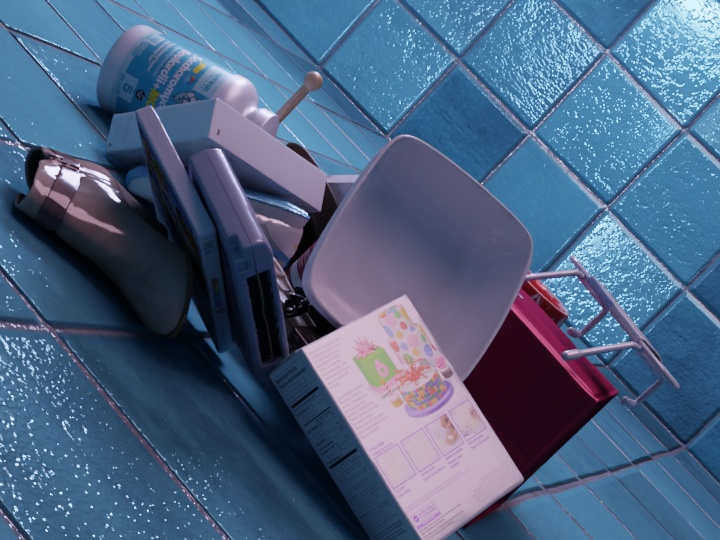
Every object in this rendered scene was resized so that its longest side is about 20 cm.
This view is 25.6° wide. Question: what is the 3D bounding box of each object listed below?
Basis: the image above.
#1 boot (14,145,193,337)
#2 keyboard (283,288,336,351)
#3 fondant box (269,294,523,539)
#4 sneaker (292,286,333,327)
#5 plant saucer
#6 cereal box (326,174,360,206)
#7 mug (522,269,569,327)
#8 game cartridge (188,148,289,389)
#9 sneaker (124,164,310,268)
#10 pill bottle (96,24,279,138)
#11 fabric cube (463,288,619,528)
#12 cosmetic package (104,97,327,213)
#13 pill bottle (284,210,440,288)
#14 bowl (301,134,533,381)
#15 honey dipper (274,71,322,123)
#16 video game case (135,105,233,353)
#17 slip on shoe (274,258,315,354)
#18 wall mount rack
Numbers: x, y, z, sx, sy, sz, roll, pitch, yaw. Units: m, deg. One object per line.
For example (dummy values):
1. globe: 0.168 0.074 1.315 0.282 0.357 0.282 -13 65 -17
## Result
1. boot: -0.223 -0.030 1.348 0.146 0.070 0.200 31 14 -28
2. keyboard: -0.012 0.071 1.511 0.127 0.021 0.200 52 19 21
3. fondant box: 0.033 0.138 1.381 0.144 0.058 0.201 -26 81 -44
4. sneaker: -0.020 0.107 1.584 0.200 0.070 0.090 54 6 28
5. plant saucer: -0.065 -0.049 1.855 0.200 0.032 0.201 53 -26 41
6. cereal box: 0.015 -0.035 1.781 0.200 0.039 0.145 4 -69 62
7. mug: 0.129 0.073 1.902 0.177 0.200 0.133 44 11 -2
8. game cartridge: -0.105 -0.005 1.363 0.133 0.041 0.201 57 -17 35
9. sneaker: -0.155 -0.055 1.666 0.199 0.081 0.077 19 11 -17
10. pill bottle: -0.195 -0.192 1.818 0.199 0.111 0.111 28 7 11
11. fabric cube: 0.133 0.127 1.704 0.199 0.200 0.196 47 9 13
12. cosmetic package: -0.154 -0.116 1.725 0.150 0.052 0.200 -2 -22 36
13. pill bottle: 0.000 0.000 1.649 0.109 0.200 0.110 38 23 -19
14. bowl: 0.047 -0.002 1.520 0.199 0.201 0.075 38 -20 -17
15. honey dipper: -0.117 -0.159 1.867 0.038 0.200 0.038 42 9 -8
16. video game case: -0.153 -0.032 1.395 0.200 0.018 0.144 89 -25 -59
17. slip on shoe: -0.099 0.035 1.534 0.200 0.076 0.061 55 7 17
18. wall mount rack: 0.243 0.061 1.664 0.174 0.074 0.200 40 12 -50
